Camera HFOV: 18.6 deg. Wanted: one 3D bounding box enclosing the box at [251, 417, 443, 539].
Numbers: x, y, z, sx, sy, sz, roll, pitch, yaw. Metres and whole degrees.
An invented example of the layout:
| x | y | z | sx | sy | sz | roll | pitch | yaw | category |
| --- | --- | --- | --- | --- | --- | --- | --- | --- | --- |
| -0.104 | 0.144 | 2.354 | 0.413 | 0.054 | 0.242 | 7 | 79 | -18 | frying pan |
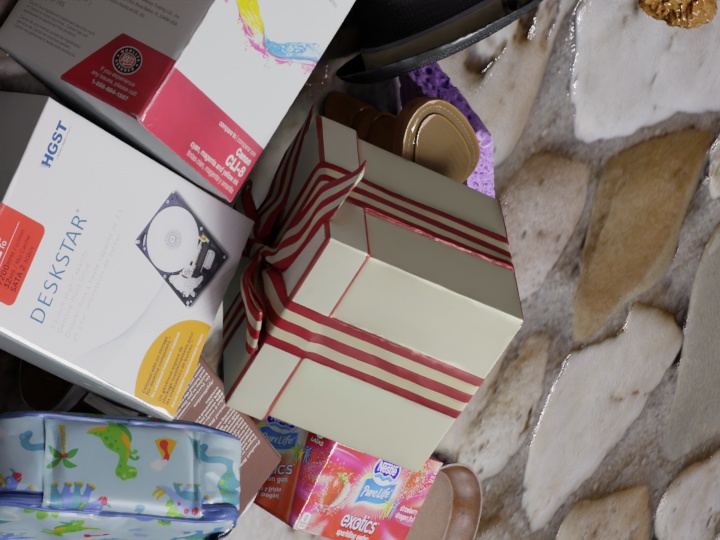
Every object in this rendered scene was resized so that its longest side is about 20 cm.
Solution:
| x | y | z | sx | sy | sz | roll | pitch | yaw | category |
| --- | --- | --- | --- | --- | --- | --- | --- | --- | --- |
| -0.024 | 0.178 | 1.950 | 0.200 | 0.095 | 0.100 | 27 | 90 | -59 | box |

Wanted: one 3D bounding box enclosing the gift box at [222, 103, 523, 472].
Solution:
| x | y | z | sx | sy | sz | roll | pitch | yaw | category |
| --- | --- | --- | --- | --- | --- | --- | --- | --- | --- |
| 0.000 | 0.000 | 1.602 | 0.185 | 0.185 | 0.201 | 21 | 116 | -19 | gift box |

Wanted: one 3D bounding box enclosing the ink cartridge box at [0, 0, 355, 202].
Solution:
| x | y | z | sx | sy | sz | roll | pitch | yaw | category |
| --- | --- | --- | --- | --- | --- | --- | --- | --- | --- |
| -0.115 | -0.183 | 1.492 | 0.201 | 0.145 | 0.145 | -58 | 149 | -6 | ink cartridge box |

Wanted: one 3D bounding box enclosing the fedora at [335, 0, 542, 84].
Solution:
| x | y | z | sx | sy | sz | roll | pitch | yaw | category |
| --- | --- | --- | --- | --- | --- | --- | --- | --- | --- |
| 0.055 | -0.225 | 1.736 | 0.200 | 0.200 | 0.092 | -34 | 106 | -37 | fedora |

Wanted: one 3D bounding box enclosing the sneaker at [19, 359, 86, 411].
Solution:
| x | y | z | sx | sy | sz | roll | pitch | yaw | category |
| --- | --- | --- | --- | --- | --- | --- | --- | --- | --- |
| -0.179 | 0.020 | 1.624 | 0.084 | 0.073 | 0.201 | 25 | 92 | -56 | sneaker |

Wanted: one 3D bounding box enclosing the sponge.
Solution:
| x | y | z | sx | sy | sz | roll | pitch | yaw | category |
| --- | --- | --- | --- | --- | --- | --- | --- | --- | --- |
| 0.073 | -0.085 | 1.841 | 0.030 | 0.112 | 0.201 | -28 | 149 | -13 | sponge |

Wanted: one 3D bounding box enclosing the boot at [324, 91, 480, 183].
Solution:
| x | y | z | sx | sy | sz | roll | pitch | yaw | category |
| --- | --- | --- | --- | --- | --- | --- | --- | --- | --- |
| 0.029 | -0.104 | 1.750 | 0.077 | 0.155 | 0.200 | -40 | 148 | -6 | boot |

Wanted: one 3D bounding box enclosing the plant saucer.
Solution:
| x | y | z | sx | sy | sz | roll | pitch | yaw | category |
| --- | --- | --- | --- | --- | --- | --- | --- | --- | --- |
| 0.047 | 0.275 | 2.188 | 0.200 | 0.034 | 0.201 | -36 | 141 | -36 | plant saucer |

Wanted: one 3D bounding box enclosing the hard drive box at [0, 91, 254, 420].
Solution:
| x | y | z | sx | sy | sz | roll | pitch | yaw | category |
| --- | --- | --- | --- | --- | --- | --- | --- | --- | --- |
| -0.190 | -0.008 | 1.506 | 0.199 | 0.076 | 0.157 | 30 | 77 | -40 | hard drive box |

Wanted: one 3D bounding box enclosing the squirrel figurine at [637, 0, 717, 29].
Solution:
| x | y | z | sx | sy | sz | roll | pitch | yaw | category |
| --- | --- | --- | --- | --- | --- | --- | --- | --- | --- |
| 0.292 | -0.329 | 1.986 | 0.201 | 0.141 | 0.187 | -54 | 142 | -17 | squirrel figurine |

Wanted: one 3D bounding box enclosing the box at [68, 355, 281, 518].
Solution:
| x | y | z | sx | sy | sz | roll | pitch | yaw | category |
| --- | --- | --- | --- | --- | --- | --- | --- | --- | --- |
| -0.147 | 0.132 | 1.761 | 0.100 | 0.075 | 0.200 | -53 | 146 | -15 | box |

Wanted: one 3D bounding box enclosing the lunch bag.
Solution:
| x | y | z | sx | sy | sz | roll | pitch | yaw | category |
| --- | --- | --- | --- | --- | --- | --- | --- | --- | --- |
| -0.192 | 0.158 | 1.586 | 0.198 | 0.161 | 0.083 | 7 | 72 | -23 | lunch bag |
